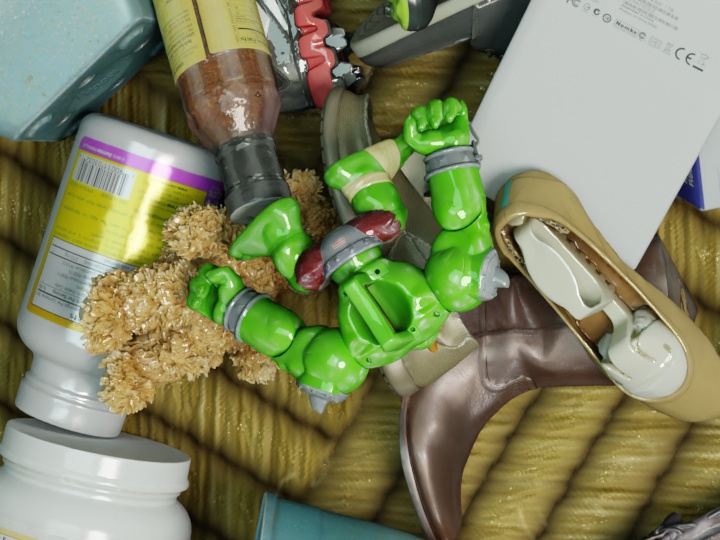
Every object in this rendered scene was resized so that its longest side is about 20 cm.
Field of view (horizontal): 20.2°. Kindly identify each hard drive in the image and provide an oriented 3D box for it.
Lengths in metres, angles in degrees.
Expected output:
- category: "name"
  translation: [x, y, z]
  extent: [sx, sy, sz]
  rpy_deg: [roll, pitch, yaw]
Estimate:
- category: "hard drive"
  translation: [0.152, -0.113, 1.215]
  extent: [0.132, 0.027, 0.200]
  rpy_deg: [27, 117, 4]

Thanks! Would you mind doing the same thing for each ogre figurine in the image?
- category: "ogre figurine"
  translation: [0.000, 0.000, 1.190]
  extent: [0.200, 0.098, 0.120]
  rpy_deg: [-29, 73, -4]

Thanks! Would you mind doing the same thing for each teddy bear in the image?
- category: "teddy bear"
  translation: [-0.089, 0.017, 1.280]
  extent: [0.067, 0.200, 0.145]
  rpy_deg: [26, 124, 51]

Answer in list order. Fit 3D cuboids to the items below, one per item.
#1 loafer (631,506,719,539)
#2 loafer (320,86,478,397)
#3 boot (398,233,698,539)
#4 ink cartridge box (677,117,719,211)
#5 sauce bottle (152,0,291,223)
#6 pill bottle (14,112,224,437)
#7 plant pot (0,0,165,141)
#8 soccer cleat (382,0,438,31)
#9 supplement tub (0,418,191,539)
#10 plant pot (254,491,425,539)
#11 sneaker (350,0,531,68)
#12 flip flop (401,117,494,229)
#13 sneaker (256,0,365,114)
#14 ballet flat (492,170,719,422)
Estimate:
- category: "loafer"
  translation: [0.220, 0.174, 1.276]
  extent: [0.200, 0.072, 0.063]
  rpy_deg: [-18, 66, 5]
- category: "loafer"
  translation: [0.024, -0.023, 1.272]
  extent: [0.067, 0.076, 0.200]
  rpy_deg: [-15, 87, 2]
- category: "boot"
  translation: [0.123, 0.080, 1.296]
  extent: [0.200, 0.064, 0.187]
  rpy_deg: [-8, 89, 7]
- category: "ink cartridge box"
  translation: [0.237, -0.139, 1.226]
  extent: [0.200, 0.041, 0.200]
  rpy_deg: [-10, 110, 3]
- category: "sauce bottle"
  translation: [-0.088, -0.127, 1.257]
  extent: [0.066, 0.066, 0.200]
  rpy_deg: [-17, 73, 11]
- category: "pill bottle"
  translation: [-0.163, 0.004, 1.331]
  extent: [0.104, 0.104, 0.200]
  rpy_deg: [19, 94, 11]
- category: "plant pot"
  translation: [-0.231, -0.192, 1.311]
  extent: [0.196, 0.196, 0.200]
  rpy_deg: [-42, 88, 8]
- category: "soccer cleat"
  translation: [0.051, -0.222, 1.261]
  extent: [0.081, 0.200, 0.068]
  rpy_deg: [0, 133, 4]
- category: "supplement tub"
  translation: [-0.190, 0.207, 1.313]
  extent: [0.145, 0.145, 0.200]
  rpy_deg: [13, 91, 12]
- category: "plant pot"
  translation: [0.016, 0.250, 1.255]
  extent: [0.188, 0.200, 0.200]
  rpy_deg: [9, 91, -3]
- category: "sneaker"
  translation: [0.099, -0.148, 1.284]
  extent: [0.200, 0.075, 0.106]
  rpy_deg: [-21, 115, 18]
- category: "flip flop"
  translation: [0.100, -0.061, 1.299]
  extent: [0.200, 0.058, 0.081]
  rpy_deg: [-1, 89, 14]
- category: "sneaker"
  translation: [-0.066, -0.193, 1.329]
  extent: [0.098, 0.071, 0.201]
  rpy_deg: [-14, 88, 9]
- category: "ballet flat"
  translation: [0.148, 0.028, 1.227]
  extent: [0.200, 0.063, 0.069]
  rpy_deg: [46, 119, -6]
